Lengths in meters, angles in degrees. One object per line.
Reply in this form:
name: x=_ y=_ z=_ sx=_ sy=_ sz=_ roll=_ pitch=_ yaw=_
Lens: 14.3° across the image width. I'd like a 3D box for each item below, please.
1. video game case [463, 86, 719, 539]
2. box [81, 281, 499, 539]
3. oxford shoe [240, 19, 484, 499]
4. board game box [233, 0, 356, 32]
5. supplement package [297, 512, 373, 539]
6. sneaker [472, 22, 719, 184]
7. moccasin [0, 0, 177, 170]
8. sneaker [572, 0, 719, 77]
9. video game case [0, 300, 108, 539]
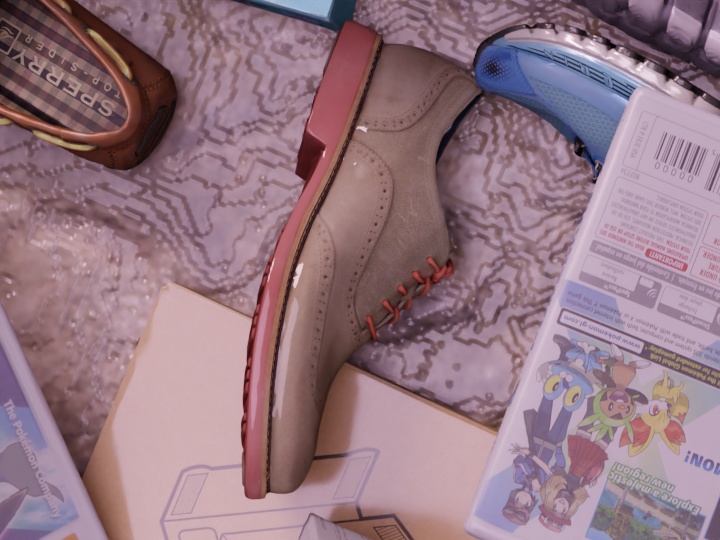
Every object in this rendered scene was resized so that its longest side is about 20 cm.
video game case: x=0.163 y=0.051 z=1.081 sx=0.199 sy=0.022 sz=0.183 roll=22 pitch=84 yaw=0
box: x=-0.023 y=0.119 z=1.187 sx=0.199 sy=0.021 sz=0.164 roll=24 pitch=93 yaw=9
oxford shoe: x=0.000 y=0.000 z=1.152 sx=0.074 sy=0.070 sz=0.201 roll=16 pitch=79 yaw=-1
board game box: x=-0.051 y=-0.216 z=1.192 sx=0.150 sy=0.047 sz=0.201 roll=16 pitch=90 yaw=11
supplement package: x=0.035 y=0.226 z=1.089 sx=0.199 sy=0.147 sz=0.192 roll=24 pitch=93 yaw=-3
sneaker: x=0.123 y=-0.027 z=1.140 sx=0.200 sy=0.078 sz=0.090 roll=36 pitch=97 yaw=10
moccasin: x=-0.172 y=-0.105 z=1.194 sx=0.201 sy=0.078 sz=0.074 roll=37 pitch=94 yaw=9
sneaker: x=0.148 y=-0.141 z=1.147 sx=0.199 sy=0.078 sz=0.112 roll=29 pitch=89 yaw=-1
video game case: x=-0.211 y=0.074 z=1.120 sx=0.182 sy=0.023 sz=0.201 roll=-30 pitch=112 yaw=-19
